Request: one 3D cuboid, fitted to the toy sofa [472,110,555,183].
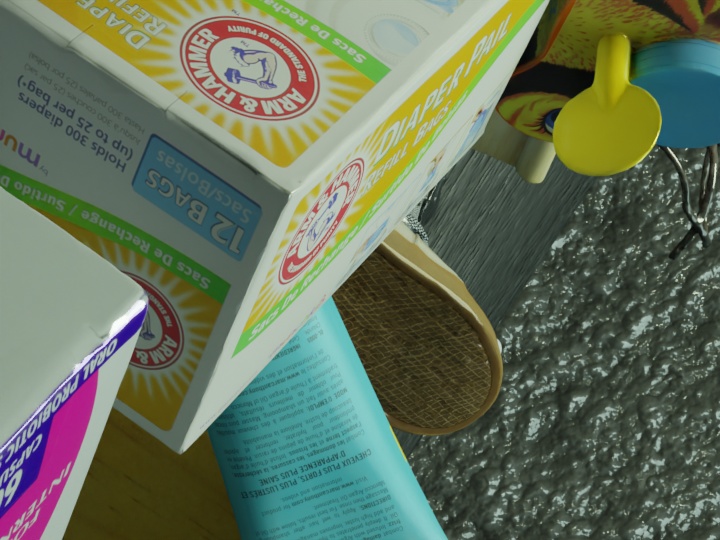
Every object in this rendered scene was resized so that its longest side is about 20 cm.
[{"bbox_3d":[0.107,-0.141,1.006,0.083,0.097,0.201,114,-2,-53],"label":"toy sofa"}]

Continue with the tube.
[{"bbox_3d":[-0.031,0.036,0.751,0.077,0.201,0.050,-16,-160,10],"label":"tube"}]

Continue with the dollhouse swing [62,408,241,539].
[{"bbox_3d":[-0.073,0.115,0.911,0.201,0.181,0.176,-58,161,12],"label":"dollhouse swing"}]

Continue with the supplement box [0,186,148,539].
[{"bbox_3d":[-0.138,0.067,0.511,0.101,0.103,0.201,-50,171,-42],"label":"supplement box"}]

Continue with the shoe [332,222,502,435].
[{"bbox_3d":[0.000,0.000,0.886,0.070,0.054,0.200,-30,133,12],"label":"shoe"}]

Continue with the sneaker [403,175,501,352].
[{"bbox_3d":[0.015,-0.010,1.035,0.200,0.075,0.115,15,-90,64],"label":"sneaker"}]

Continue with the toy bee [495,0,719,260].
[{"bbox_3d":[0.081,-0.073,0.711,0.131,0.108,0.201,-80,175,-52],"label":"toy bee"}]

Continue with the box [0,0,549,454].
[{"bbox_3d":[-0.031,-0.061,0.608,0.200,0.112,0.102,-46,167,-47],"label":"box"}]
